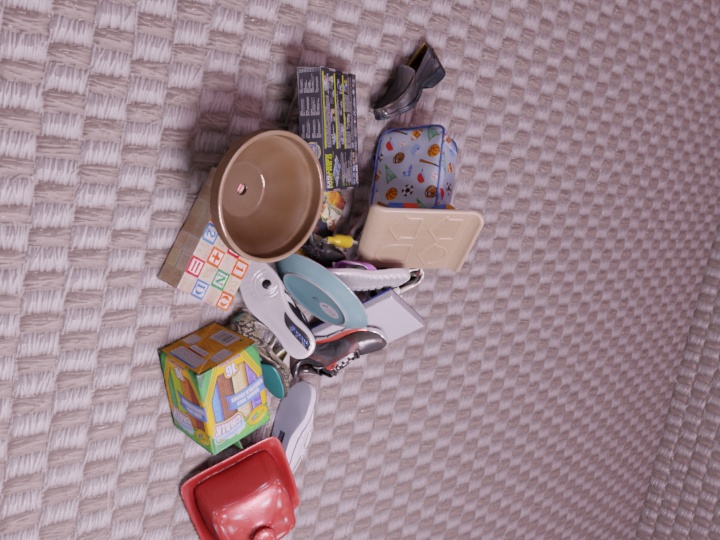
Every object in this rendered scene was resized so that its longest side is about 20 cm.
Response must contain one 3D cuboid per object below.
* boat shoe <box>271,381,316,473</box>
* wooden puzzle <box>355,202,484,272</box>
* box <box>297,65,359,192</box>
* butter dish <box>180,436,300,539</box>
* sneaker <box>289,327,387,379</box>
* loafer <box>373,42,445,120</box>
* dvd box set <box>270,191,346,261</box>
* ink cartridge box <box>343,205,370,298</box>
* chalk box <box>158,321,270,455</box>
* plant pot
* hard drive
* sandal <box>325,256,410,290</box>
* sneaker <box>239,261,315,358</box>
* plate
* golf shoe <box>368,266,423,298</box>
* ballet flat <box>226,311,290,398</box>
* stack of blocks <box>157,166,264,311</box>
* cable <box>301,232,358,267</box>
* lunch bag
[{"bbox_3d":[-0.126,0.304,1.577,0.065,0.073,0.201,11,107,-52],"label":"boat shoe"},{"bbox_3d":[0.101,-0.065,1.470,0.186,0.198,0.047,108,-16,-57],"label":"wooden puzzle"},{"bbox_3d":[-0.051,-0.235,1.385,0.160,0.044,0.202,-21,110,-67],"label":"box"},{"bbox_3d":[-0.193,0.435,1.466,0.199,0.148,0.201,-25,123,-16],"label":"butter dish"},{"bbox_3d":[-0.042,0.164,1.529,0.198,0.082,0.077,-11,143,-3],"label":"sneaker"},{"bbox_3d":[0.082,-0.352,1.539,0.200,0.072,0.073,-50,127,-35],"label":"loafer"},{"bbox_3d":[-0.097,-0.097,1.426,0.147,0.029,0.200,-67,155,-10],"label":"dvd box set"},{"bbox_3d":[0.019,-0.031,1.607,0.109,0.050,0.200,-55,136,-15],"label":"ink cartridge box"},{"bbox_3d":[-0.239,0.212,1.370,0.124,0.124,0.202,-26,122,-38],"label":"chalk box"},{"bbox_3d":[-0.159,-0.119,1.261,0.200,0.092,0.203,-17,114,-42],"label":"plant pot"},{"bbox_3d":[0.005,0.112,1.567,0.199,0.026,0.132,-27,140,19],"label":"hard drive"},{"bbox_3d":[-0.004,0.003,1.472,0.201,0.082,0.050,3,66,-35],"label":"sandal"},{"bbox_3d":[-0.152,0.063,1.453,0.073,0.112,0.201,-32,96,-2],"label":"sneaker"},{"bbox_3d":[-0.074,0.043,1.421,0.026,0.199,0.201,-52,136,-24],"label":"plate"},{"bbox_3d":[0.099,-0.008,1.598,0.200,0.088,0.078,-44,131,-27],"label":"golf shoe"},{"bbox_3d":[-0.168,0.146,1.470,0.076,0.067,0.201,-56,134,-28],"label":"ballet flat"},{"bbox_3d":[-0.227,-0.049,1.329,0.115,0.058,0.201,31,81,-48],"label":"stack of blocks"},{"bbox_3d":[-0.083,-0.042,1.430,0.097,0.050,0.200,-44,144,13],"label":"cable"},{"bbox_3d":[0.094,-0.176,1.532,0.076,0.159,0.202,39,55,-53],"label":"lunch bag"}]
